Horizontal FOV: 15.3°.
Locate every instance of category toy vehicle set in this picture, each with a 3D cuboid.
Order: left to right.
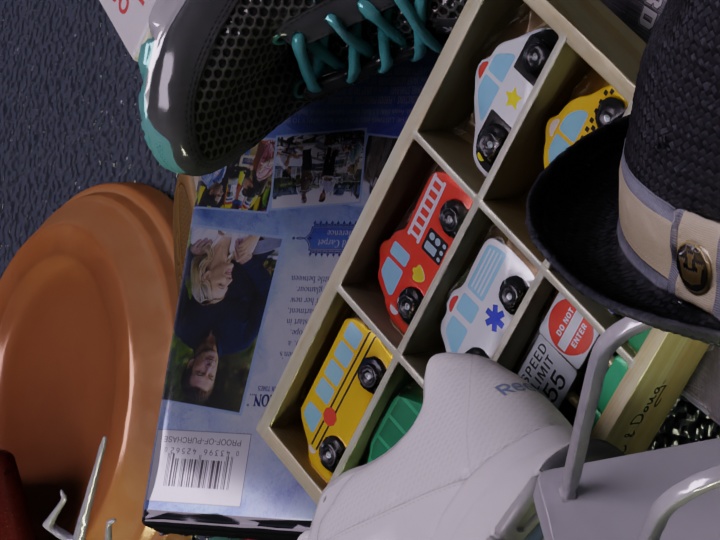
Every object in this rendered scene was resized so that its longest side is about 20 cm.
[{"bbox_3d":[0.046,0.016,0.856,0.124,0.026,0.201,47,125,32],"label":"toy vehicle set"}]

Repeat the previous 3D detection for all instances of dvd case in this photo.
[{"bbox_3d":[0.000,0.000,0.965,0.142,0.018,0.201,1,74,27],"label":"dvd case"}]

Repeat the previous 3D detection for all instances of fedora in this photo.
[{"bbox_3d":[0.131,-0.050,0.656,0.200,0.200,0.092,26,128,55],"label":"fedora"}]

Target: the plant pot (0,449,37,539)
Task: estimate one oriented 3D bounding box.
[{"bbox_3d":[-0.233,0.168,1.172,0.200,0.199,0.177,150,124,-67],"label":"plant pot"}]

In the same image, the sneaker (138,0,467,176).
[{"bbox_3d":[0.008,-0.103,0.939,0.200,0.078,0.091,-46,51,-14],"label":"sneaker"}]

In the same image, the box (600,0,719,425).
[{"bbox_3d":[0.132,-0.063,0.835,0.158,0.048,0.201,44,120,51],"label":"box"}]

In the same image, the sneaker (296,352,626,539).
[{"bbox_3d":[0.008,0.115,0.836,0.200,0.074,0.087,-53,45,15],"label":"sneaker"}]

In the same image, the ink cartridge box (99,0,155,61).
[{"bbox_3d":[-0.066,-0.163,1.131,0.201,0.068,0.116,-63,38,28],"label":"ink cartridge box"}]

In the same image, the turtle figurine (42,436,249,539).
[{"bbox_3d":[-0.069,0.173,1.045,0.150,0.100,0.201,-119,28,-65],"label":"turtle figurine"}]

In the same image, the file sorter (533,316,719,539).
[{"bbox_3d":[0.138,0.108,0.675,0.125,0.138,0.201,94,165,-61],"label":"file sorter"}]

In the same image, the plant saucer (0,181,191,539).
[{"bbox_3d":[-0.127,0.058,1.210,0.200,0.037,0.201,-16,71,54],"label":"plant saucer"}]

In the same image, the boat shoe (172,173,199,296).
[{"bbox_3d":[-0.019,0.042,1.025,0.074,0.069,0.201,108,146,-58],"label":"boat shoe"}]
